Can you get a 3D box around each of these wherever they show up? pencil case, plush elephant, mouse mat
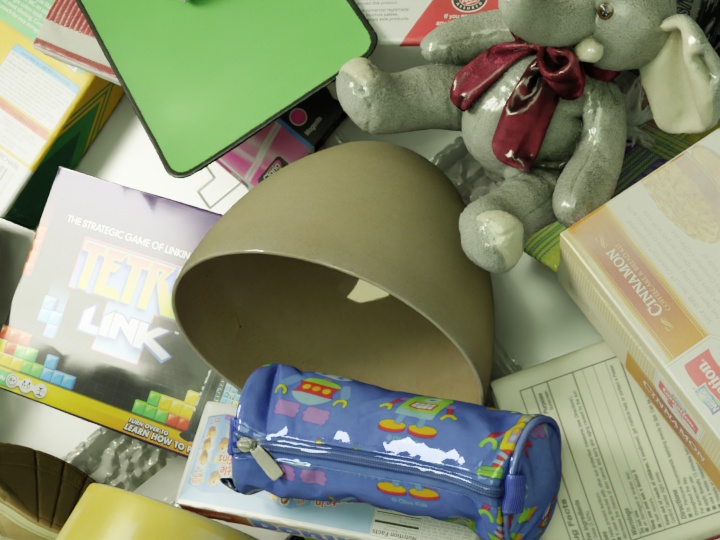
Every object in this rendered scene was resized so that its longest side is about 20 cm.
[{"bbox_3d":[0.014,0.106,0.756,0.198,0.087,0.079,8,100,25],"label":"pencil case"},{"bbox_3d":[0.113,-0.119,0.737,0.199,0.155,0.165,-16,55,-26],"label":"plush elephant"},{"bbox_3d":[-0.095,-0.170,0.871,0.160,0.008,0.201,-33,62,3],"label":"mouse mat"}]

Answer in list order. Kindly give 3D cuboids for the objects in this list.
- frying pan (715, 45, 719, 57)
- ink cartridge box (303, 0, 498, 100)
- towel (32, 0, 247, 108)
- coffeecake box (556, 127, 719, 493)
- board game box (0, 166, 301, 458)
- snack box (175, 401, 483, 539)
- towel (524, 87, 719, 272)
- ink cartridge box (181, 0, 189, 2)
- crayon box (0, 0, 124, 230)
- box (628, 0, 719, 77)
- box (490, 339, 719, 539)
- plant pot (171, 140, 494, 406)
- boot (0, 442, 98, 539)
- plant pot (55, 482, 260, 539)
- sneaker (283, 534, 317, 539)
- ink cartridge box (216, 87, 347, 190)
[{"bbox_3d":[0.283,-0.182,0.845,0.191,0.114,0.031,-55,52,26],"label":"frying pan"},{"bbox_3d":[0.050,-0.224,0.898,0.143,0.084,0.202,2,71,15],"label":"ink cartridge box"},{"bbox_3d":[-0.126,-0.215,0.917,0.143,0.023,0.201,23,77,26],"label":"towel"},{"bbox_3d":[0.231,-0.003,0.711,0.199,0.073,0.154,-33,68,-5],"label":"coffeecake box"},{"bbox_3d":[-0.147,0.033,0.933,0.198,0.057,0.167,16,85,17],"label":"board game box"},{"bbox_3d":[-0.015,0.131,0.821,0.198,0.024,0.072,7,64,20],"label":"snack box"},{"bbox_3d":[0.195,-0.054,0.818,0.200,0.023,0.143,-40,48,-17],"label":"towel"},{"bbox_3d":[-0.127,-0.294,0.915,0.162,0.050,0.200,-45,53,-4],"label":"ink cartridge box"},{"bbox_3d":[-0.248,-0.150,0.998,0.125,0.052,0.201,34,90,18],"label":"crayon box"},{"bbox_3d":[0.193,-0.232,0.798,0.114,0.201,0.132,35,67,20],"label":"box"},{"bbox_3d":[0.196,0.100,0.797,0.199,0.109,0.129,-21,74,11],"label":"box"},{"bbox_3d":[0.000,0.000,0.819,0.199,0.201,0.135,12,56,17],"label":"plant pot"},{"bbox_3d":[-0.277,0.197,0.923,0.199,0.072,0.155,22,115,-16],"label":"boot"},{"bbox_3d":[-0.144,0.245,0.825,0.199,0.201,0.190,13,73,17],"label":"plant pot"},{"bbox_3d":[0.018,0.178,0.845,0.199,0.083,0.072,-21,74,11],"label":"sneaker"},{"bbox_3d":[-0.110,-0.146,0.935,0.200,0.037,0.095,39,82,4],"label":"ink cartridge box"}]
